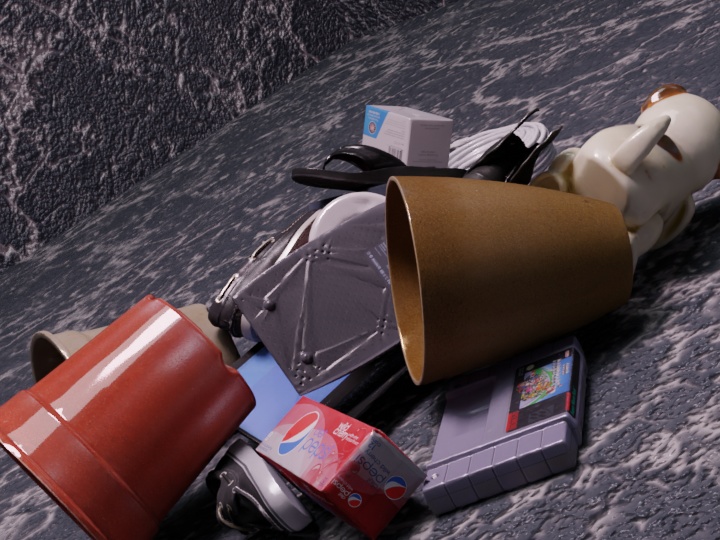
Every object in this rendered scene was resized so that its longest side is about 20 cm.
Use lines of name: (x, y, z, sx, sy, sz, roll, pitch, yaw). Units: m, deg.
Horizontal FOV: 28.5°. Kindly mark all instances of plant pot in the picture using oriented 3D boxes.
plant pot: (0.135, -0.001, 1.266, 0.199, 0.187, 0.186, -6, 14, -6)
plant pot: (-0.229, 0.128, 1.524, 0.183, 0.201, 0.200, -22, 11, -27)
plant pot: (-0.215, 0.140, 1.312, 0.195, 0.201, 0.201, -45, 20, -16)

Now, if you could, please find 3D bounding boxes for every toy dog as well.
toy dog: (0.275, -0.105, 1.380, 0.139, 0.194, 0.200, 37, 49, 26)

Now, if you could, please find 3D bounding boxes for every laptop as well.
laptop: (-0.038, 0.093, 1.409, 0.177, 0.103, 0.200, -41, 5, -40)

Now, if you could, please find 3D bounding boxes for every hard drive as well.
hard drive: (-0.009, 0.027, 1.373, 0.200, 0.135, 0.042, -32, -19, -16)

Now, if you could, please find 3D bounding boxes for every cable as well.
cable: (0.163, -0.126, 1.868, 0.199, 0.069, 0.200, -17, 19, 35)

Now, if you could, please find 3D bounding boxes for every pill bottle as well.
pill bottle: (0.000, 0.000, 1.519, 0.114, 0.114, 0.200, -30, -14, -11)

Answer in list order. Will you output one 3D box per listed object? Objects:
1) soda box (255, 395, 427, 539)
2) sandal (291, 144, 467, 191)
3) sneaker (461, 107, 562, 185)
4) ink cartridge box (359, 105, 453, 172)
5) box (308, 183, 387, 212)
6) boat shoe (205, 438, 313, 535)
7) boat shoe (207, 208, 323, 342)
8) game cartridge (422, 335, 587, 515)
soda box: (-0.021, 0.162, 1.192, 0.070, 0.063, 0.200, -48, 15, -12)
sandal: (0.022, -0.115, 1.594, 0.200, 0.048, 0.075, 0, -7, -6)
sneaker: (0.126, -0.074, 1.395, 0.104, 0.060, 0.200, -44, -10, -27)
ink cartridge box: (0.051, -0.103, 1.808, 0.068, 0.201, 0.116, -1, 15, -29)
box: (0.063, -0.056, 1.646, 0.199, 0.051, 0.157, 9, -14, -41)
boat shoe: (-0.099, 0.201, 1.250, 0.066, 0.070, 0.200, -43, 19, -8)
boat shoe: (-0.096, -0.002, 1.541, 0.060, 0.074, 0.200, 15, 49, 21)
game cartridge: (0.125, 0.122, 1.180, 0.129, 0.038, 0.200, -27, 14, 19)
